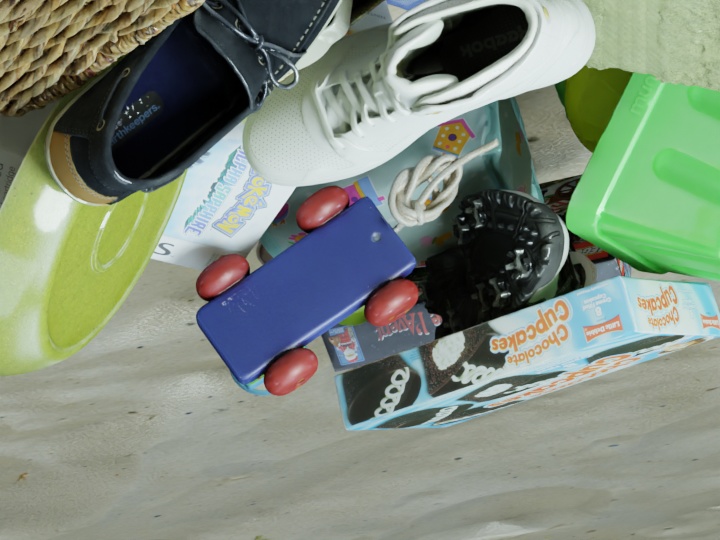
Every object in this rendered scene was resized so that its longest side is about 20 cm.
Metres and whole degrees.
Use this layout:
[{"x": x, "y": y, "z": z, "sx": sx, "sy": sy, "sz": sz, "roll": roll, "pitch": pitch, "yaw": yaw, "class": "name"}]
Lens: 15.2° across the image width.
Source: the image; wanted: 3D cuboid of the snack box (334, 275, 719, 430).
[{"x": 0.098, "y": 0.050, "z": 1.581, "sx": 0.200, "sy": 0.037, "sz": 0.116, "roll": -21, "pitch": 167, "yaw": 31, "class": "snack box"}]

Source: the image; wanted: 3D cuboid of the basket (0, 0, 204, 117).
[{"x": -0.172, "y": -0.168, "z": 1.222, "sx": 0.149, "sy": 0.143, "sz": 0.200, "roll": 2, "pitch": 159, "yaw": -39, "class": "basket"}]

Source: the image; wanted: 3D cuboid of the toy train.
[{"x": 0.000, "y": 0.000, "z": 1.581, "sx": 0.200, "sy": 0.085, "sz": 0.116, "roll": -35, "pitch": 169, "yaw": -9, "class": "toy train"}]

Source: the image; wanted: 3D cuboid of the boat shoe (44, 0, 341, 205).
[{"x": -0.067, "y": -0.105, "z": 1.296, "sx": 0.200, "sy": 0.075, "sz": 0.062, "roll": -45, "pitch": -156, "yaw": -19, "class": "boat shoe"}]

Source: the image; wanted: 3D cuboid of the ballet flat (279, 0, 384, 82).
[{"x": -0.005, "y": -0.152, "z": 1.374, "sx": 0.200, "sy": 0.071, "sz": 0.071, "roll": -34, "pitch": 154, "yaw": 17, "class": "ballet flat"}]

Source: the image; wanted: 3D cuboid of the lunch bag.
[{"x": 0.022, "y": -0.059, "z": 1.681, "sx": 0.170, "sy": 0.122, "sz": 0.200, "roll": -12, "pitch": 156, "yaw": 9, "class": "lunch bag"}]

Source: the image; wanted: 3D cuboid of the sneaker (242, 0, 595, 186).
[{"x": 0.013, "y": -0.100, "z": 1.385, "sx": 0.200, "sy": 0.074, "sz": 0.116, "roll": -23, "pitch": 174, "yaw": 17, "class": "sneaker"}]

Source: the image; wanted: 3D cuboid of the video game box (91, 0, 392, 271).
[{"x": -0.106, "y": -0.091, "z": 1.488, "sx": 0.182, "sy": 0.047, "sz": 0.200, "roll": 12, "pitch": 132, "yaw": -31, "class": "video game box"}]

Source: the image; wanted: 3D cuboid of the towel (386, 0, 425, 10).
[{"x": 0.091, "y": -0.187, "z": 1.471, "sx": 0.200, "sy": 0.024, "sz": 0.147, "roll": -21, "pitch": 158, "yaw": 36, "class": "towel"}]

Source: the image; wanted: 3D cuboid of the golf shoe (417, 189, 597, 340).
[{"x": 0.101, "y": -0.007, "z": 1.600, "sx": 0.094, "sy": 0.078, "sz": 0.200, "roll": -11, "pitch": 170, "yaw": -16, "class": "golf shoe"}]

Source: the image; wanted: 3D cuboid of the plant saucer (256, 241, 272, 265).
[{"x": 0.025, "y": -0.037, "z": 1.890, "sx": 0.200, "sy": 0.032, "sz": 0.200, "roll": -7, "pitch": 161, "yaw": -2, "class": "plant saucer"}]

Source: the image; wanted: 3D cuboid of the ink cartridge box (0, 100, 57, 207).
[{"x": -0.249, "y": -0.051, "z": 1.429, "sx": 0.200, "sy": 0.084, "sz": 0.145, "roll": 19, "pitch": 126, "yaw": 3, "class": "ink cartridge box"}]

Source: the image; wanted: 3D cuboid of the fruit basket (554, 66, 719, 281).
[{"x": 0.181, "y": -0.103, "z": 1.572, "sx": 0.216, "sy": 0.216, "sz": 0.156, "roll": -16, "pitch": 160, "yaw": 24, "class": "fruit basket"}]

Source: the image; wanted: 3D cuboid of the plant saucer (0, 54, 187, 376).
[{"x": -0.134, "y": -0.030, "z": 1.382, "sx": 0.031, "sy": 0.200, "sz": 0.200, "roll": 26, "pitch": 167, "yaw": 12, "class": "plant saucer"}]

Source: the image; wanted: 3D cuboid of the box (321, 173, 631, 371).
[{"x": 0.079, "y": -0.003, "z": 1.775, "sx": 0.200, "sy": 0.038, "sz": 0.137, "roll": -13, "pitch": -155, "yaw": 14, "class": "box"}]

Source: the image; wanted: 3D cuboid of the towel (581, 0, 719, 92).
[{"x": 0.151, "y": -0.159, "z": 1.404, "sx": 0.148, "sy": 0.036, "sz": 0.200, "roll": 12, "pitch": 154, "yaw": 11, "class": "towel"}]
